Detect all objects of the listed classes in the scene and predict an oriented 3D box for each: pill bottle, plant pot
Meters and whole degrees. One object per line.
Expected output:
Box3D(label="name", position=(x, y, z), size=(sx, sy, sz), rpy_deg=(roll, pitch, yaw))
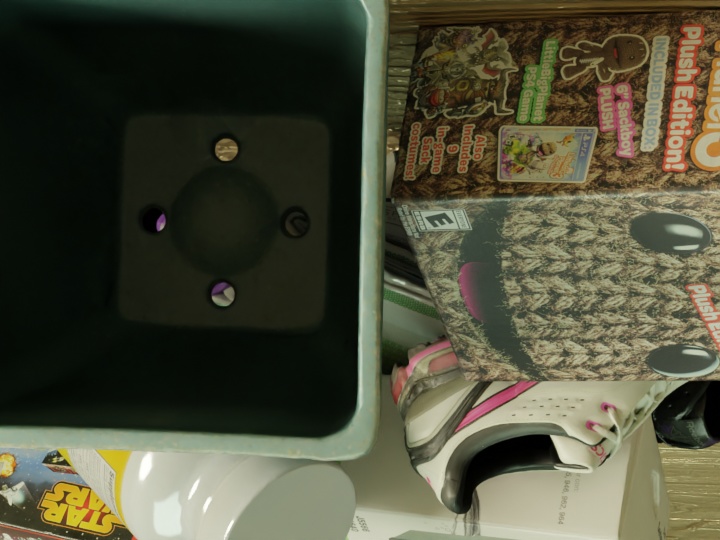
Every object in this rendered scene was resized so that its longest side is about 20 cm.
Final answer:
Box3D(label="pill bottle", position=(-0.091, 0.078, 1.025), size=(0.112, 0.112, 0.200), rpy_deg=(18, -165, -47))
Box3D(label="plant pot", position=(-0.076, -0.025, 0.896), size=(0.195, 0.198, 0.200), rpy_deg=(1, 180, 7))

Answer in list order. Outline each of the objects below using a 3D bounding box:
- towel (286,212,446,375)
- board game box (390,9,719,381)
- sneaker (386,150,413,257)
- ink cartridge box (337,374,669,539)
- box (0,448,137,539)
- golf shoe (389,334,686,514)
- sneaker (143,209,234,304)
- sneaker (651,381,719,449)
Box3D(label="towel", position=(0.004, 0.043, 1.115), size=(0.149, 0.031, 0.200), rpy_deg=(23, 149, -2))
Box3D(label="board game box", position=(0.132, -0.029, 0.910), size=(0.199, 0.097, 0.160), rpy_deg=(-2, 146, 18))
Box3D(label="sneaker", position=(0.000, 0.000, 1.140), size=(0.073, 0.071, 0.200), rpy_deg=(28, 147, -12))
Box3D(label="ink cartridge box", position=(0.061, 0.128, 1.101), size=(0.199, 0.084, 0.146), rpy_deg=(5, 151, 18))
Box3D(label="box", position=(-0.161, 0.097, 1.139), size=(0.199, 0.137, 0.040), rpy_deg=(10, 147, 21))
Box3D(label="golf shoe", position=(0.119, 0.061, 0.999), size=(0.199, 0.092, 0.073), rpy_deg=(-21, 144, 4))
Box3D(label="sneaker", position=(-0.121, -0.011, 1.193), size=(0.088, 0.081, 0.200), rpy_deg=(18, 156, -28))
Box3D(label="sneaker", position=(0.157, 0.061, 1.091), size=(0.199, 0.088, 0.076), rpy_deg=(-27, 132, 19))
